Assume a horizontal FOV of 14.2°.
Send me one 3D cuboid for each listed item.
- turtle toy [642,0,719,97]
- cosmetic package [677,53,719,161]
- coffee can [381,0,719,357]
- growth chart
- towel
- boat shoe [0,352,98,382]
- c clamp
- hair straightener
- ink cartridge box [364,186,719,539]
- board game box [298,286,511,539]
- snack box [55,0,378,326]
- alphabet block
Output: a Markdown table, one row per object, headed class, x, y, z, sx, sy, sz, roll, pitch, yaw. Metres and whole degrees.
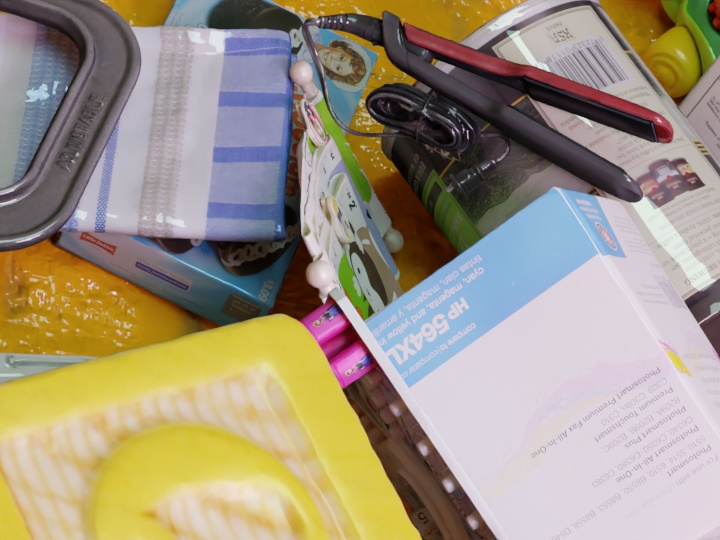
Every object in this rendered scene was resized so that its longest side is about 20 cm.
| class | x | y | z | sx | sy | sz | roll | pitch | yaw |
| --- | --- | --- | --- | --- | --- | --- | --- | --- | --- |
| turtle toy | 0.243 | -0.156 | 1.736 | 0.200 | 0.101 | 0.146 | 44 | 49 | 8 |
| cosmetic package | 0.231 | -0.066 | 1.598 | 0.087 | 0.200 | 0.104 | -24 | 71 | -39 |
| coffee can | 0.125 | -0.029 | 1.553 | 0.146 | 0.146 | 0.200 | -21 | 68 | -37 |
| growth chart | 0.000 | 0.000 | 1.477 | 0.200 | 0.018 | 0.145 | -95 | 159 | -54 |
| towel | -0.133 | -0.078 | 1.495 | 0.199 | 0.024 | 0.147 | 5 | 49 | -2 |
| boat shoe | -0.206 | 0.058 | 1.357 | 0.201 | 0.075 | 0.086 | -1 | 45 | -12 |
| c clamp | -0.208 | -0.084 | 1.457 | 0.170 | 0.027 | 0.200 | 22 | 53 | 9 |
| hair straightener | 0.055 | -0.078 | 1.477 | 0.199 | 0.041 | 0.077 | 24 | 80 | 11 |
| ink cartridge box | 0.114 | 0.079 | 1.398 | 0.200 | 0.125 | 0.128 | 59 | 14 | 12 |
| board game box | 0.029 | 0.112 | 1.360 | 0.026 | 0.200 | 0.200 | -33 | 84 | -8 |
| snack box | -0.074 | -0.066 | 1.550 | 0.116 | 0.037 | 0.200 | 26 | 49 | -5 |
| alphabet block | -0.095 | 0.165 | 1.261 | 0.195 | 0.200 | 0.197 | -15 | 64 | -35 |
